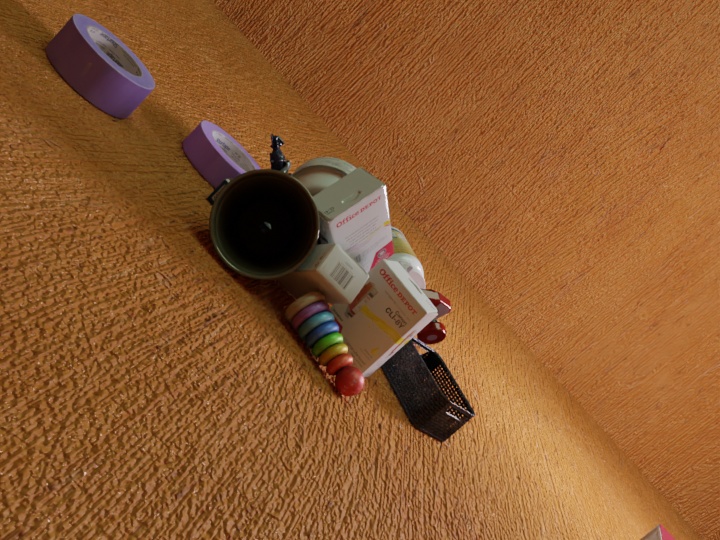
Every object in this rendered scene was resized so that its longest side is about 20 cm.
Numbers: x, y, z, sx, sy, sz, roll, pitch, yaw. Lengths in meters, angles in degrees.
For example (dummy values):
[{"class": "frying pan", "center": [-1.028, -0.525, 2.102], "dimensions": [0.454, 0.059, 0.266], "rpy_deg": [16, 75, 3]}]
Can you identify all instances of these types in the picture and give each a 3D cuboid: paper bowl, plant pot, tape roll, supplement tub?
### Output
[{"class": "paper bowl", "center": [-0.076, -0.131, 1.765], "dimensions": [0.201, 0.200, 0.104], "rpy_deg": [45, 26, -9]}, {"class": "plant pot", "center": [-0.180, -0.085, 1.581], "dimensions": [0.200, 0.200, 0.174], "rpy_deg": [46, -3, -5]}, {"class": "tape roll", "center": [-0.303, -0.241, 1.867], "dimensions": [0.200, 0.066, 0.200], "rpy_deg": [44, 14, -14]}, {"class": "tape roll", "center": [-0.507, -0.399, 1.631], "dimensions": [0.200, 0.085, 0.200], "rpy_deg": [44, 12, -12]}, {"class": "supplement tub", "center": [0.073, -0.007, 2.083], "dimensions": [0.144, 0.145, 0.200], "rpy_deg": [38, 15, -35]}]

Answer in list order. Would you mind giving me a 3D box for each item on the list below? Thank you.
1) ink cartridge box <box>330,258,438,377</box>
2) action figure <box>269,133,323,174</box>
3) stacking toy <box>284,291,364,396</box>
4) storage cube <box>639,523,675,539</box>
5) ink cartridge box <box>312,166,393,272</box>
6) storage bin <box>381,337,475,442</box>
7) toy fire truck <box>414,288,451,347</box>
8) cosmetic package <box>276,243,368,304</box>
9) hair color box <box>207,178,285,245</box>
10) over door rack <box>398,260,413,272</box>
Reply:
[{"class": "ink cartridge box", "center": [0.030, 0.094, 1.647], "dimensions": [0.145, 0.200, 0.083], "rpy_deg": [50, 13, 16]}, {"class": "action figure", "center": [-0.176, -0.218, 1.965], "dimensions": [0.105, 0.192, 0.201], "rpy_deg": [-57, 138, -60]}, {"class": "stacking toy", "center": [-0.056, 0.140, 1.525], "dimensions": [0.201, 0.085, 0.085], "rpy_deg": [56, 15, 16]}, {"class": "storage cube", "center": [0.729, 0.758, 2.021], "dimensions": [0.180, 0.171, 0.200], "rpy_deg": [48, 13, 11]}, {"class": "ink cartridge box", "center": [-0.018, -0.081, 1.652], "dimensions": [0.086, 0.147, 0.201], "rpy_deg": [38, -28, 36]}, {"class": "storage bin", "center": [0.142, 0.252, 1.787], "dimensions": [0.135, 0.094, 0.200], "rpy_deg": [35, 17, -43]}, {"class": "toy fire truck", "center": [0.092, 0.098, 1.851], "dimensions": [0.168, 0.199, 0.113], "rpy_deg": [33, 39, -44]}, {"class": "cosmetic package", "center": [-0.083, 0.007, 1.600], "dimensions": [0.102, 0.074, 0.200], "rpy_deg": [46, -22, -25]}, {"class": "hair color box", "center": [-0.218, -0.100, 1.733], "dimensions": [0.200, 0.060, 0.100], "rpy_deg": [47, 12, 1]}, {"class": "over door rack", "center": [0.000, 0.000, 1.820], "dimensions": [0.066, 0.200, 0.148], "rpy_deg": [32, 21, -44]}]
